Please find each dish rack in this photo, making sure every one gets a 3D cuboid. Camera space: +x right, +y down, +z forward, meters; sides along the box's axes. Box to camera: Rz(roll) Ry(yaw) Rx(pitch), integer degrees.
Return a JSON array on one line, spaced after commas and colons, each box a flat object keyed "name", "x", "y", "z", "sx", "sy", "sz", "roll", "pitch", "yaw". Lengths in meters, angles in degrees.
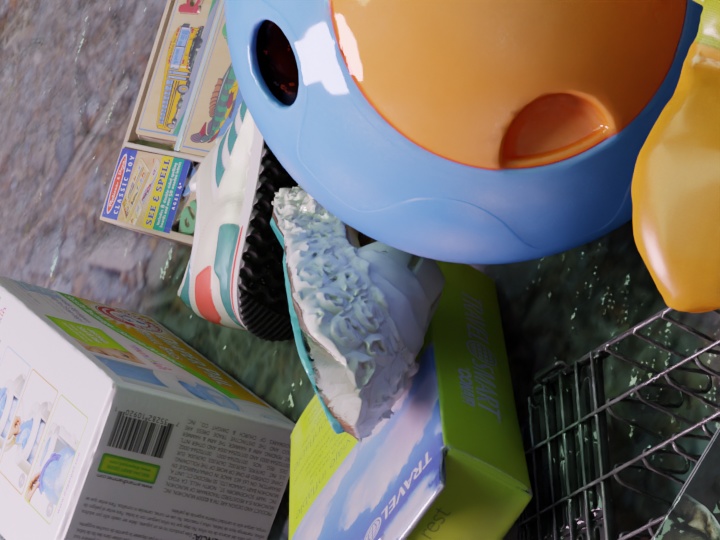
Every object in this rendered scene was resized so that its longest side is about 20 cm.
[{"name": "dish rack", "x": 0.130, "y": 0.077, "z": 0.812, "sx": 0.200, "sy": 0.054, "sz": 0.154, "roll": -35, "pitch": 46, "yaw": 46}]

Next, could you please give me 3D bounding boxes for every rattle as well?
[{"name": "rattle", "x": 0.155, "y": -0.084, "z": 0.784, "sx": 0.200, "sy": 0.129, "sz": 0.144, "roll": -77, "pitch": -15, "yaw": -72}]

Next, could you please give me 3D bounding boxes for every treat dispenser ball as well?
[{"name": "treat dispenser ball", "x": 0.048, "y": -0.103, "z": 0.862, "sx": 0.200, "sy": 0.200, "sz": 0.202, "roll": -31, "pitch": 50, "yaw": 46}]

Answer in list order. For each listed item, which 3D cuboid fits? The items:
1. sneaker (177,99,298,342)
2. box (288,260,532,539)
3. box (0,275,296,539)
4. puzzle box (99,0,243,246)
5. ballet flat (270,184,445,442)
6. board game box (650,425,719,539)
[{"name": "sneaker", "x": -0.049, "y": -0.067, "z": 1.130, "sx": 0.093, "sy": 0.070, "sz": 0.201, "roll": 6, "pitch": 82, "yaw": 51}, {"name": "box", "x": 0.015, "y": 0.085, "z": 0.927, "sx": 0.122, "sy": 0.047, "sz": 0.200, "roll": -57, "pitch": 16, "yaw": 22}, {"name": "box", "x": -0.130, "y": 0.084, "z": 1.140, "sx": 0.200, "sy": 0.112, "sz": 0.102, "roll": 30, "pitch": 101, "yaw": 57}, {"name": "puzzle box", "x": -0.077, "y": -0.112, "z": 1.238, "sx": 0.133, "sy": 0.025, "sz": 0.201, "roll": 13, "pitch": 86, "yaw": 58}, {"name": "ballet flat", "x": 0.000, "y": 0.000, "z": 0.929, "sx": 0.072, "sy": 0.071, "sz": 0.200, "roll": -61, "pitch": 16, "yaw": 16}, {"name": "board game box", "x": 0.182, "y": 0.050, "z": 0.696, "sx": 0.135, "sy": 0.028, "sz": 0.201, "roll": 27, "pitch": 82, "yaw": 42}]
